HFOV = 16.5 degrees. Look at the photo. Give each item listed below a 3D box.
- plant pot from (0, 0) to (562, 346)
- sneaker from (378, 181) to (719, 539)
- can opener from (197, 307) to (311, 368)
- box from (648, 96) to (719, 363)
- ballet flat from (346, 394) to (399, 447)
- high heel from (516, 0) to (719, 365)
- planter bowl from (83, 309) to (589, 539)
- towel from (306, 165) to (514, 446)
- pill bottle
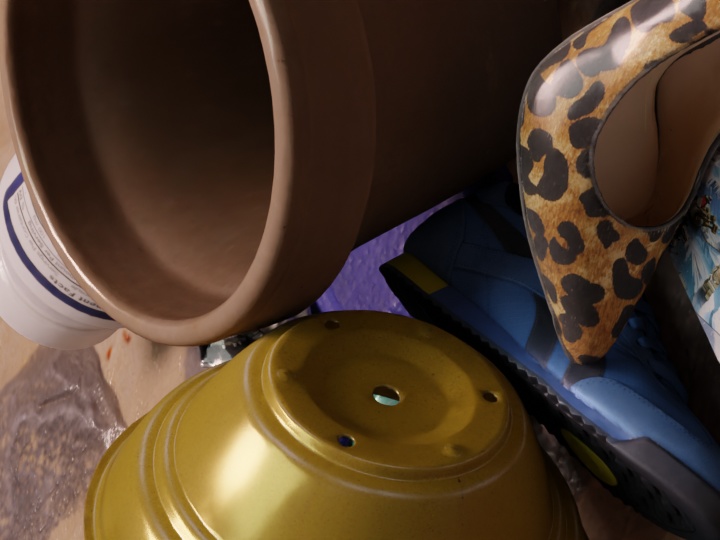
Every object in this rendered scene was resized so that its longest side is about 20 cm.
[{"bbox_3d":[-0.021,-0.084,0.976,0.200,0.174,0.201,20,116,47],"label":"plant pot"},{"bbox_3d":[0.090,0.026,0.952,0.078,0.066,0.200,-39,46,-9],"label":"sneaker"},{"bbox_3d":[-0.038,0.080,1.067,0.200,0.053,0.067,-101,3,-51],"label":"can opener"},{"bbox_3d":[0.166,-0.030,0.863,0.137,0.040,0.200,-56,35,33],"label":"box"},{"bbox_3d":[0.009,0.136,1.052,0.070,0.067,0.200,32,109,43],"label":"ballet flat"},{"bbox_3d":[0.127,-0.052,0.846,0.142,0.071,0.200,19,104,45],"label":"high heel"},{"bbox_3d":[0.003,0.073,0.915,0.200,0.200,0.084,-116,32,-48],"label":"planter bowl"},{"bbox_3d":[0.000,0.000,1.142,0.200,0.050,0.148,-58,41,30],"label":"towel"},{"bbox_3d":[-0.120,-0.039,1.284,0.200,0.120,0.120,-41,45,51],"label":"pill bottle"}]
